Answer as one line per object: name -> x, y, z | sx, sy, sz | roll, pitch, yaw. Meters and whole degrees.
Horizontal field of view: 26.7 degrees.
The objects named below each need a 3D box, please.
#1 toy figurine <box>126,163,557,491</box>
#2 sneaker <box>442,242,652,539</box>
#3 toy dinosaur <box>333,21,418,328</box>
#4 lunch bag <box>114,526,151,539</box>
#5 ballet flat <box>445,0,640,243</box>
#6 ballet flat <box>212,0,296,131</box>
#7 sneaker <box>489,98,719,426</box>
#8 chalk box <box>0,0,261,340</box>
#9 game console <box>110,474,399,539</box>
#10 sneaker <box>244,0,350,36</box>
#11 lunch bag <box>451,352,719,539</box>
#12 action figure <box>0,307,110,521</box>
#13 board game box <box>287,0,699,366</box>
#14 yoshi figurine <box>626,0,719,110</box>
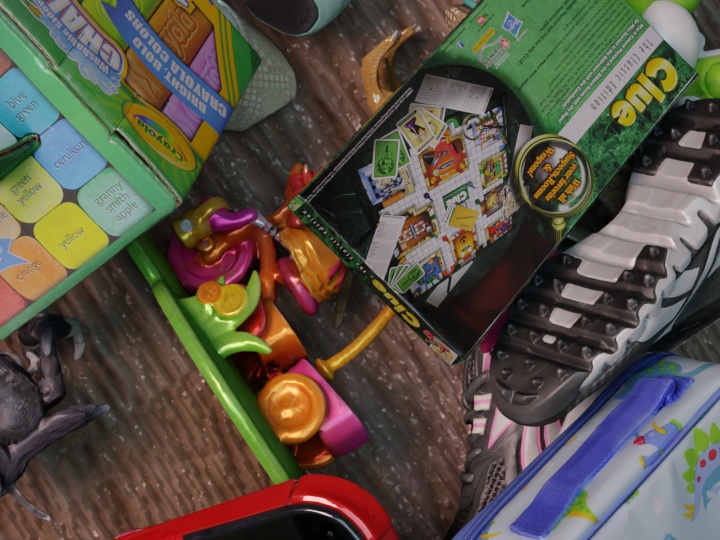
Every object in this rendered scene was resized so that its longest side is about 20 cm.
toy figurine -> 0.000, 0.000, 0.757 | 0.184, 0.150, 0.200 | -34, 68, -5
sneaker -> 0.083, 0.074, 0.803 | 0.086, 0.080, 0.200 | 32, 77, 1
toy dinosaur -> 0.036, -0.072, 0.808 | 0.200, 0.060, 0.106 | -38, 94, -8
lunch bag -> -0.047, 0.222, 0.747 | 0.199, 0.082, 0.177 | 0, 100, 11
ballet flat -> 0.103, -0.059, 0.790 | 0.200, 0.071, 0.065 | 37, 102, -25
ballet flat -> -0.122, -0.136, 0.787 | 0.199, 0.062, 0.068 | 29, 80, -6
sneaker -> 0.138, 0.012, 0.735 | 0.200, 0.066, 0.091 | -50, 134, -25
chalk box -> -0.146, -0.066, 0.685 | 0.125, 0.200, 0.124 | -32, 111, 28
game console -> -0.042, 0.203, 0.689 | 0.176, 0.031, 0.201 | -20, 96, 20
sneaker -> -0.059, -0.222, 0.804 | 0.200, 0.078, 0.140 | 38, 63, 8
lunch bag -> 0.134, 0.143, 0.723 | 0.200, 0.082, 0.161 | -41, 118, -29
action figure -> -0.194, 0.039, 0.750 | 0.118, 0.102, 0.201 | -15, 73, -11
board game box -> 0.066, -0.062, 0.704 | 0.105, 0.023, 0.200 | 44, 65, -3
yoshi figurine -> 0.191, -0.117, 0.805 | 0.200, 0.112, 0.112 | 31, 122, -14
